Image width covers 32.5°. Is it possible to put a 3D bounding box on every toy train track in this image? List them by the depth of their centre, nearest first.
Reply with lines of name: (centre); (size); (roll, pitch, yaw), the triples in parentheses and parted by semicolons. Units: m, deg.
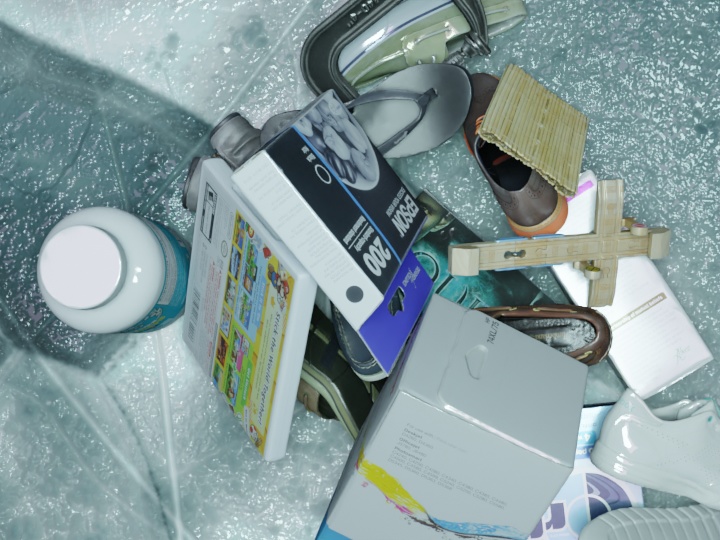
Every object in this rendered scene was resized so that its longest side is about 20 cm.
toy train track: (0.172, -0.014, 1.035); (0.200, 0.033, 0.115); (-5, 110, -15)

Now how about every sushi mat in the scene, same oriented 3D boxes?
sushi mat: (0.155, -0.126, 1.077); (0.096, 0.200, 0.012); (36, 118, -5)

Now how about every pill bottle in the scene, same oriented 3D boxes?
pill bottle: (-0.219, 0.002, 1.102); (0.111, 0.200, 0.111); (0, 87, 6)

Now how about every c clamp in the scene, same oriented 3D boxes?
c clamp: (0.039, -0.184, 1.125); (0.171, 0.027, 0.200); (41, 111, -20)

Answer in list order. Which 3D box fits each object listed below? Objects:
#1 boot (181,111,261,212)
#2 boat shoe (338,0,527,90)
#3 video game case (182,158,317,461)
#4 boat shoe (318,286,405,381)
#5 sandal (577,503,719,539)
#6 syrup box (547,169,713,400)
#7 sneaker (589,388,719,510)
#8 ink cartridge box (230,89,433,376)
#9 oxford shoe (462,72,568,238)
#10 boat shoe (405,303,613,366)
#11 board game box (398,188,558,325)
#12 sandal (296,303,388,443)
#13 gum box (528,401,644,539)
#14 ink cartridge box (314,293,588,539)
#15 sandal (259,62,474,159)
boot: (-0.114, -0.039, 1.171); (0.132, 0.070, 0.200); (24, 84, 13)
boat shoe: (0.062, -0.218, 1.151); (0.200, 0.072, 0.062); (-31, 79, 1)
video game case: (-0.100, 0.033, 1.067); (0.023, 0.182, 0.200); (-10, 130, -30)
boat shoe: (0.000, 0.000, 1.110); (0.075, 0.062, 0.200); (-11, 61, 20)
sandal: (0.279, 0.248, 1.084); (0.203, 0.082, 0.050); (-3, 128, -24)
syrup box: (0.228, 0.013, 1.122); (0.081, 0.079, 0.200); (-32, 85, 4)
sneaker: (0.304, 0.156, 1.082); (0.200, 0.075, 0.089); (16, 96, -20)
ink cartridge box: (-0.002, -0.039, 1.014); (0.043, 0.198, 0.200); (-33, 101, 24)
oxford shoe: (0.129, -0.120, 1.102); (0.071, 0.073, 0.200); (-30, 49, 10)
boat shoe: (0.116, 0.063, 1.070); (0.200, 0.070, 0.070); (-11, 81, 16)
board game box: (0.088, 0.037, 1.136); (0.200, 0.028, 0.135); (42, 92, 20)
sandal: (-0.035, 0.093, 1.138); (0.057, 0.080, 0.201); (-28, 109, 40)
gum box: (0.174, 0.227, 1.134); (0.170, 0.045, 0.200); (-7, 86, 5)
ink cartridge box: (0.072, 0.155, 1.006); (0.146, 0.147, 0.200); (25, 123, 1)
sandal: (0.008, -0.128, 1.102); (0.200, 0.043, 0.076); (-18, 98, 8)
